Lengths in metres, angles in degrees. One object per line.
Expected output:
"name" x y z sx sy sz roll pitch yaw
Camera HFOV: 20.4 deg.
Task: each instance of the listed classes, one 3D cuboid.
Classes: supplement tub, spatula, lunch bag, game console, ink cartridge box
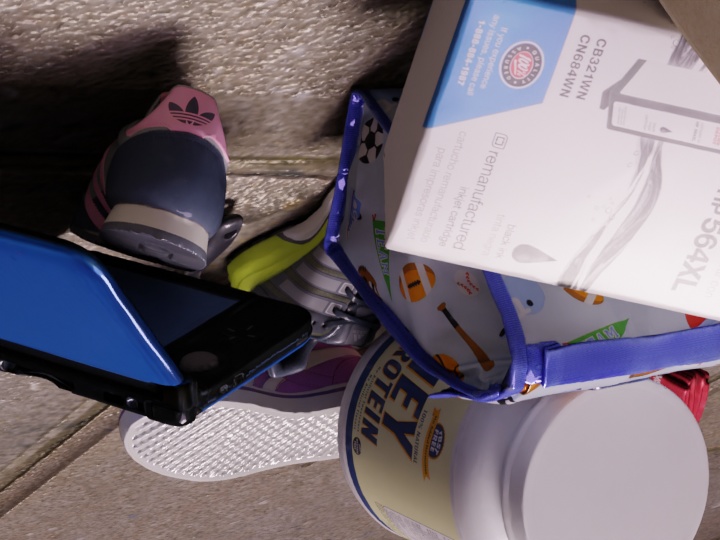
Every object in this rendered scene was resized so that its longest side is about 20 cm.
"supplement tub" 0.090 0.104 1.145 0.144 0.146 0.200 -5 -171 -28
"spatula" -0.102 0.009 1.223 0.056 0.021 0.200 -21 163 -24
"lunch bag" 0.098 -0.005 1.028 0.169 0.200 0.124 -8 124 -27
"game console" -0.149 -0.006 1.002 0.199 0.119 0.171 14 -151 31
"ink cartridge box" 0.124 -0.067 0.904 0.199 0.084 0.146 12 126 -9

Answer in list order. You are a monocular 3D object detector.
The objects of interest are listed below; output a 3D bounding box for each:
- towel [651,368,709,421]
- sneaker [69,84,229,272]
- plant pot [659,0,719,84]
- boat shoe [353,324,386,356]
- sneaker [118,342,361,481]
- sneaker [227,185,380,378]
"towel" 0.123 0.052 1.246 0.023 0.200 0.145 -52 160 -21
"sneaker" -0.100 -0.046 1.007 0.070 0.082 0.200 17 176 -16
"plant pot" 0.225 -0.150 0.777 0.199 0.178 0.200 -10 161 -15
"boat shoe" 0.064 0.043 1.391 0.201 0.061 0.072 -7 160 -23
"sneaker" -0.081 0.067 1.260 0.200 0.114 0.073 2 135 -42
"sneaker" 0.000 0.000 1.185 0.074 0.081 0.200 1 156 -40
